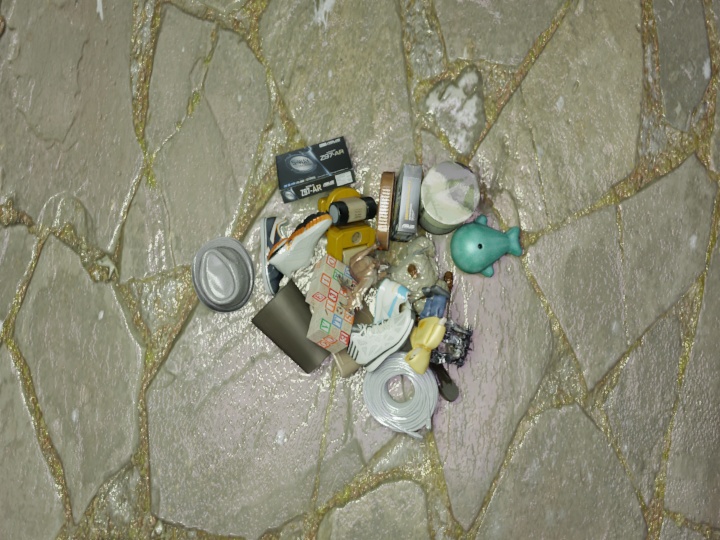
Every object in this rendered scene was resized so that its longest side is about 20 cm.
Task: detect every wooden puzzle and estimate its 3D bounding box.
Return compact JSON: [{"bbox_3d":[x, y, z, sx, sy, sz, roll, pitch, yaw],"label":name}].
[{"bbox_3d":[-0.032,0.146,1.446,0.037,0.183,0.205,-25,89,44],"label":"wooden puzzle"}]

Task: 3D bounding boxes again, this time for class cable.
[{"bbox_3d":[0.103,0.305,1.445,0.194,0.069,0.207,13,98,15],"label":"cable"}]

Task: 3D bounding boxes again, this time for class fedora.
[{"bbox_3d":[-0.365,0.010,1.480,0.171,0.090,0.207,-16,86,0],"label":"fedora"}]

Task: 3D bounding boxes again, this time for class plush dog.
[{"bbox_3d":[0.161,0.039,1.454,0.200,0.160,0.172,-44,110,-2],"label":"plush dog"}]

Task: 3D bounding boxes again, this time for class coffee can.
[{"bbox_3d":[0.211,-0.175,1.424,0.141,0.200,0.152,0,87,0],"label":"coffee can"}]

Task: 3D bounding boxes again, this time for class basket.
[{"bbox_3d":[-0.162,0.148,1.444,0.201,0.180,0.136,47,48,-4],"label":"basket"}]

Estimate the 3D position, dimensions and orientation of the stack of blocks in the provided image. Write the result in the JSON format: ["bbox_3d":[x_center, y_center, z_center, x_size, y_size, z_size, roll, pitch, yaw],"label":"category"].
[{"bbox_3d":[-0.071,0.078,1.367,0.114,0.058,0.205,32,49,-24],"label":"stack of blocks"}]

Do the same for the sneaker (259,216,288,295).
[{"bbox_3d":[-0.217,-0.040,1.486,0.076,0.078,0.208,-5,85,6],"label":"sneaker"}]

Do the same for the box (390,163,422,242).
[{"bbox_3d":[0.112,-0.163,1.426,0.047,0.200,0.165,5,87,-2],"label":"box"}]

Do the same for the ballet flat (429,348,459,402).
[{"bbox_3d":[0.191,0.250,1.481,0.066,0.046,0.204,-28,83,-21],"label":"ballet flat"}]

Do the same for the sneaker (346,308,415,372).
[{"bbox_3d":[0.037,0.149,1.353,0.114,0.076,0.201,33,115,-18],"label":"sneaker"}]

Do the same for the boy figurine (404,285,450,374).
[{"bbox_3d":[0.151,0.142,1.337,0.064,0.123,0.205,31,68,-28],"label":"boy figurine"}]

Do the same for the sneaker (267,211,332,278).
[{"bbox_3d":[-0.136,-0.062,1.419,0.198,0.076,0.092,-36,116,17],"label":"sneaker"}]

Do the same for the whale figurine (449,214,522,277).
[{"bbox_3d":[0.328,-0.064,1.463,0.193,0.104,0.165,-7,89,-4],"label":"whale figurine"}]

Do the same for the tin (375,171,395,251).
[{"bbox_3d":[0.064,-0.154,1.471,0.040,0.112,0.208,6,86,1],"label":"tin"}]

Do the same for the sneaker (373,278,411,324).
[{"bbox_3d":[0.082,0.118,1.424,0.079,0.204,0.077,21,46,23],"label":"sneaker"}]

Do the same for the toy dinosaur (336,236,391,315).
[{"bbox_3d":[0.000,0.000,1.378,0.132,0.202,0.087,-25,119,13],"label":"toy dinosaur"}]

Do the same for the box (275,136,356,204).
[{"bbox_3d":[-0.118,-0.262,1.468,0.193,0.044,0.163,-16,44,1],"label":"box"}]

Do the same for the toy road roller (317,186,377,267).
[{"bbox_3d":[-0.044,-0.114,1.470,0.120,0.145,0.207,-13,119,-31],"label":"toy road roller"}]

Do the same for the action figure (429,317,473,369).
[{"bbox_3d":[0.225,0.183,1.423,0.100,0.199,0.122,22,93,24],"label":"action figure"}]
